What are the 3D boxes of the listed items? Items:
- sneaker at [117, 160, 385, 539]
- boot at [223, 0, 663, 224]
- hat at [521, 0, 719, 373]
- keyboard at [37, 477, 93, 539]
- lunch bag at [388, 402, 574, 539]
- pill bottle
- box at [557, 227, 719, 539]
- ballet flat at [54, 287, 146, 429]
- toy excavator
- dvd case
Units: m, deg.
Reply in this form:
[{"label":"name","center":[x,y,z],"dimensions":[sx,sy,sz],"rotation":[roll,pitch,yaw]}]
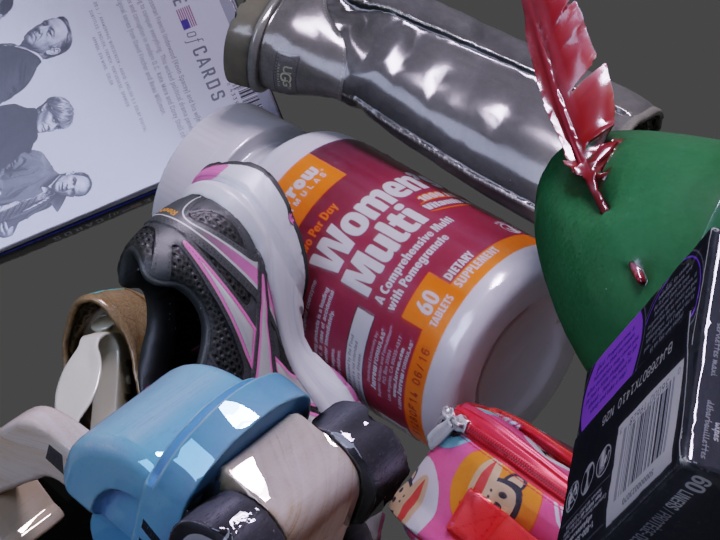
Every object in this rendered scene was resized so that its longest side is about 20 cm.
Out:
[{"label":"sneaker","center":[-0.060,0.057,1.118],"dimensions":[0.080,0.086,0.201],"rotation":[-6,109,50]},{"label":"boot","center":[0.055,-0.111,1.196],"dimensions":[0.199,0.073,0.182],"rotation":[19,53,19]},{"label":"hat","center":[0.081,-0.031,1.074],"dimensions":[0.175,0.166,0.200],"rotation":[24,56,13]},{"label":"keyboard","center":[-0.112,0.134,1.186],"dimensions":[0.199,0.040,0.105],"rotation":[-8,79,-12]},{"label":"lunch bag","center":[0.108,0.138,1.036],"dimensions":[0.200,0.176,0.082],"rotation":[35,92,31]},{"label":"pill bottle","center":[0.000,0.000,1.173],"dimensions":[0.200,0.109,0.110],"rotation":[30,90,31]},{"label":"box","center":[0.188,0.087,0.912],"dimensions":[0.199,0.122,0.107],"rotation":[20,55,-10]},{"label":"ballet flat","center":[-0.128,0.102,1.230],"dimensions":[0.067,0.072,0.201],"rotation":[-8,71,26]},{"label":"toy excavator","center":[-0.096,0.093,1.061],"dimensions":[0.200,0.195,0.100],"rotation":[40,50,19]},{"label":"dvd case","center":[-0.155,-0.097,1.282],"dimensions":[0.199,0.025,0.151],"rotation":[-22,77,-1]}]
